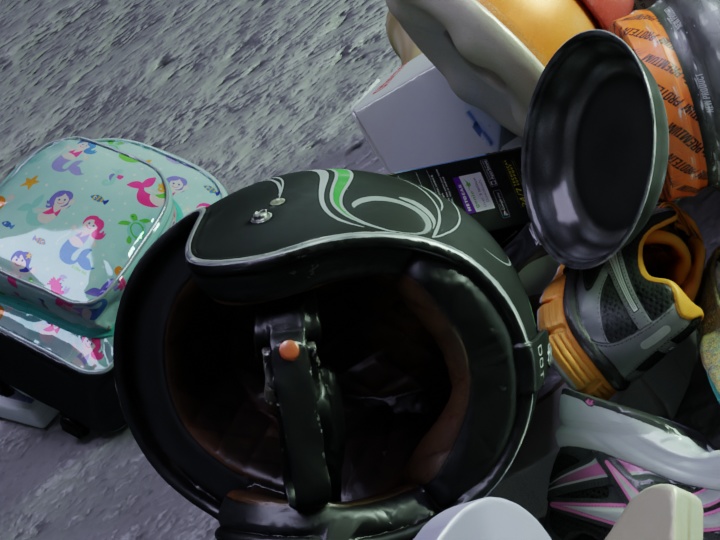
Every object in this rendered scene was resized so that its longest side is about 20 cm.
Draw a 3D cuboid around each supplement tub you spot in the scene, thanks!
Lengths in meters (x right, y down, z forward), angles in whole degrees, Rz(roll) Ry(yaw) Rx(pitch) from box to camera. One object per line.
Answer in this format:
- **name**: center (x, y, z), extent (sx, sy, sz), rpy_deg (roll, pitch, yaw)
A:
- **supplement tub**: center (0.234, -0.111, 0.963), extent (0.198, 0.123, 0.123), rpy_deg (-18, 28, 0)

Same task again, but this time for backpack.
- **backpack**: center (-0.188, -0.007, 1.382), extent (0.177, 0.151, 0.200), rpy_deg (23, 51, 26)

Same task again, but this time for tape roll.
- **tape roll**: center (0.094, 0.063, 1.081), extent (0.202, 0.037, 0.203), rpy_deg (-28, 28, 16)

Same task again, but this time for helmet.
- **helmet**: center (-0.016, 0.042, 0.919), extent (0.200, 0.201, 0.191), rpy_deg (-39, 13, -6)

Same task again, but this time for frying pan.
- **frying pan**: center (0.105, -0.025, 0.940), extent (0.031, 0.191, 0.115), rpy_deg (2, 27, -27)

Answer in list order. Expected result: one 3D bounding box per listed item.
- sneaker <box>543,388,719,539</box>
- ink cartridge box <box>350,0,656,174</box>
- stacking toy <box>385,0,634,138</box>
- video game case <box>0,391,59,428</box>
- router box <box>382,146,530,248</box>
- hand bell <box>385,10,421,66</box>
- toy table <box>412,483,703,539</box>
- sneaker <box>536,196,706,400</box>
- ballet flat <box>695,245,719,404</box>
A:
- **sneaker**: center (0.167, 0.124, 0.879), extent (0.199, 0.080, 0.087), rpy_deg (18, 91, 48)
- **ink cartridge box**: center (0.106, -0.130, 1.220), extent (0.199, 0.086, 0.147), rpy_deg (-31, 8, 16)
- **stacking toy**: center (0.124, -0.182, 1.080), extent (0.200, 0.146, 0.146), rpy_deg (-47, 28, -4)
- **video game case**: center (-0.245, 0.043, 1.518), extent (0.199, 0.023, 0.182), rpy_deg (6, 49, 51)
- **router box**: center (0.000, 0.000, 1.124), extent (0.148, 0.051, 0.200), rpy_deg (-14, -15, -39)
- **hand bell**: center (0.048, -0.094, 1.355), extent (0.104, 0.104, 0.201), rpy_deg (-14, 48, 36)
- **toy table**: center (0.085, 0.182, 0.765), extent (0.117, 0.183, 0.202), rpy_deg (-21, 67, 43)
- **sneaker**: center (0.146, -0.012, 1.006), extent (0.077, 0.078, 0.201), rpy_deg (-31, 30, 29)
- **ballet flat**: center (0.201, 0.029, 0.933), extent (0.070, 0.071, 0.200), rpy_deg (-30, 14, 10)
